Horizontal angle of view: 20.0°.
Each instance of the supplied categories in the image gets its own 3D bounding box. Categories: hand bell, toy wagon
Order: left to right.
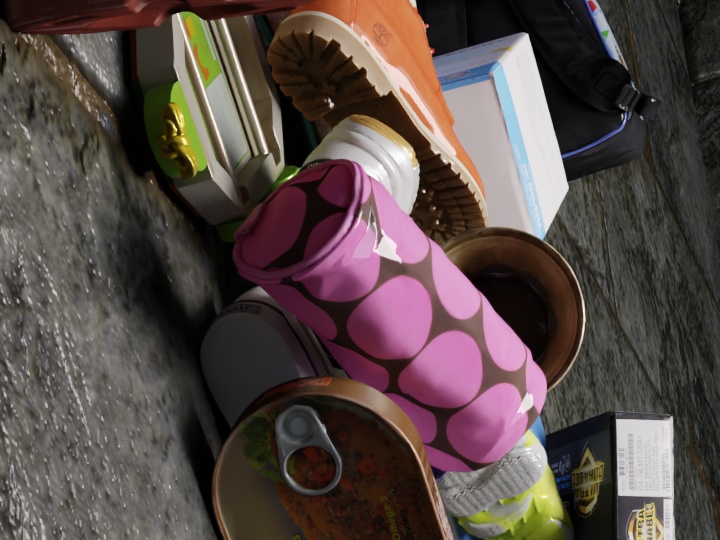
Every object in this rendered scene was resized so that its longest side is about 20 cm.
[{"bbox_3d":[-0.085,-0.095,1.103,0.200,0.039,0.157,-59,133,-67],"label":"toy wagon"},{"bbox_3d":[0.092,0.043,1.251,0.200,0.103,0.105,44,34,-76],"label":"hand bell"}]

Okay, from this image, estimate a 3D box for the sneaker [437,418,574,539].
[{"bbox_3d":[0.081,0.112,1.309,0.201,0.075,0.106,64,11,-52],"label":"sneaker"}]

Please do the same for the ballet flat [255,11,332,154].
[{"bbox_3d":[-0.025,-0.140,1.273,0.068,0.067,0.201,-114,-179,-58],"label":"ballet flat"}]

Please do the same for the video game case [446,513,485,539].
[{"bbox_3d":[0.059,0.126,1.402,0.200,0.045,0.183,-67,140,-64],"label":"video game case"}]

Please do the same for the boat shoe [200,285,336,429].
[{"bbox_3d":[-0.026,0.103,1.098,0.201,0.071,0.066,64,23,-12],"label":"boat shoe"}]

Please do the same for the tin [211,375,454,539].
[{"bbox_3d":[-0.006,0.149,1.048,0.042,0.111,0.202,-84,158,-72],"label":"tin"}]

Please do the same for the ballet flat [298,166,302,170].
[{"bbox_3d":[0.000,0.000,1.268,0.200,0.069,0.070,46,32,-36],"label":"ballet flat"}]

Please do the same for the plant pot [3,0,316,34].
[{"bbox_3d":[-0.096,-0.212,0.919,0.201,0.199,0.197,-20,104,-74],"label":"plant pot"}]

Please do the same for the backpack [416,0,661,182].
[{"bbox_3d":[0.127,-0.155,1.628,0.154,0.198,0.192,38,34,-72],"label":"backpack"}]

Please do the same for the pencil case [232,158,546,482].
[{"bbox_3d":[0.013,0.027,1.062,0.091,0.093,0.200,-57,132,-20],"label":"pencil case"}]

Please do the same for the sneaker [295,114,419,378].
[{"bbox_3d":[-0.024,0.009,1.145,0.088,0.075,0.201,-43,148,-41],"label":"sneaker"}]

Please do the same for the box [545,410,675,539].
[{"bbox_3d":[0.157,0.206,1.378,0.200,0.049,0.201,142,-49,-73],"label":"box"}]

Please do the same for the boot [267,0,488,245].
[{"bbox_3d":[0.027,-0.104,1.235,0.201,0.074,0.108,54,40,-34],"label":"boot"}]

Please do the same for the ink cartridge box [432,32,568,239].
[{"bbox_3d":[0.066,-0.083,1.444,0.200,0.127,0.126,-48,123,-70],"label":"ink cartridge box"}]
